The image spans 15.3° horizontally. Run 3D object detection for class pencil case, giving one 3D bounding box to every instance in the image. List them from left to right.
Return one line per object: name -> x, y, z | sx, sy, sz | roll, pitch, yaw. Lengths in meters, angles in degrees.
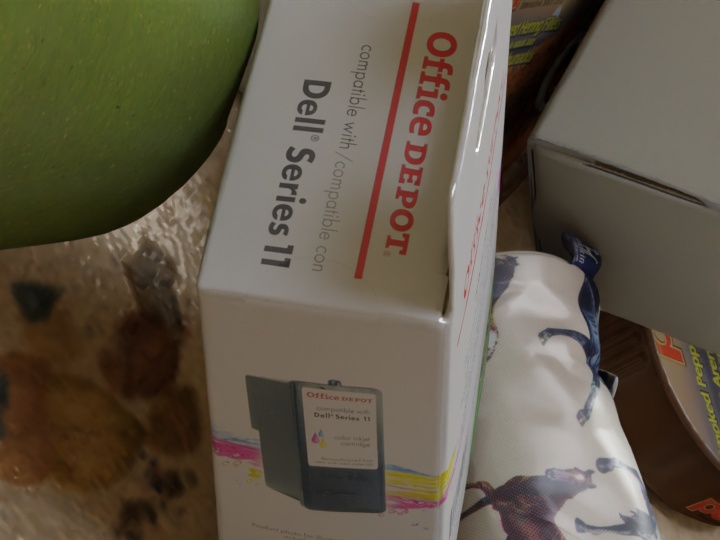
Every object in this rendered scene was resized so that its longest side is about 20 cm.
pencil case -> 0.062, 0.091, 0.848 | 0.089, 0.078, 0.201 | 3, 61, -32

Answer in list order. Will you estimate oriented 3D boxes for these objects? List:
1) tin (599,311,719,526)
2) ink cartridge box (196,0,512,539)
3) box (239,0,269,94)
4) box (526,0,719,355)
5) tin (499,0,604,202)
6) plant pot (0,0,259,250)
tin -> 0.119, 0.002, 1.034 | 0.112, 0.042, 0.201 | 20, 50, -51
ink cartridge box -> 0.000, 0.000, 0.725 | 0.201, 0.067, 0.118 | 90, 9, -52
box -> -0.016, -0.154, 0.939 | 0.082, 0.068, 0.201 | 47, 35, -20
box -> 0.133, -0.081, 0.922 | 0.201, 0.077, 0.095 | -61, 160, -26
tin -> 0.039, -0.070, 0.882 | 0.042, 0.112, 0.200 | 35, 17, 12
plant pot -> -0.118, -0.077, 0.653 | 0.190, 0.199, 0.201 | 9, 57, -65
